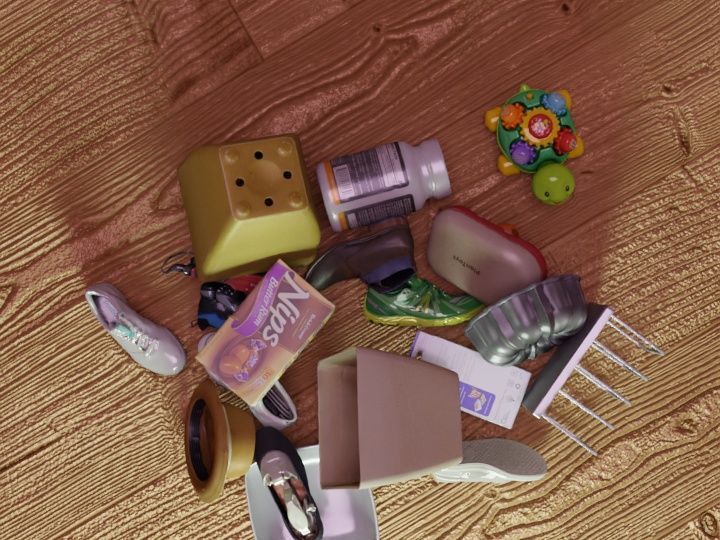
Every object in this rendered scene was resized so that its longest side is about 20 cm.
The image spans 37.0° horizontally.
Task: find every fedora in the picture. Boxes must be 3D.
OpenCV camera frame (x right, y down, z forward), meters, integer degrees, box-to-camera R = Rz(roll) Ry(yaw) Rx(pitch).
[{"bbox_3d":[-0.217,0.267,1.701,0.081,0.200,0.202,4,90,-27],"label":"fedora"}]

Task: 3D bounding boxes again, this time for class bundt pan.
[{"bbox_3d":[0.264,0.086,1.659,0.201,0.202,0.076,-25,71,1],"label":"bundt pan"}]

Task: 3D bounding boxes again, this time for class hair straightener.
[{"bbox_3d":[-0.223,0.004,1.747,0.199,0.077,0.041,6,114,-12],"label":"hair straightener"}]

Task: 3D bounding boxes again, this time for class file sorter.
[{"bbox_3d":[0.366,0.169,1.695,0.124,0.139,0.200,35,91,-1],"label":"file sorter"}]

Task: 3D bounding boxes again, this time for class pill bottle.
[{"bbox_3d":[0.037,-0.139,1.717,0.199,0.116,0.117,-15,89,1],"label":"pill bottle"}]

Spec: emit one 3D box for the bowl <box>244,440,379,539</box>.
[{"bbox_3d":[-0.075,0.380,1.735,0.199,0.075,0.201,-13,88,2],"label":"bowl"}]

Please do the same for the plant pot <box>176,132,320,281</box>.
[{"bbox_3d":[-0.161,-0.113,1.644,0.193,0.200,0.197,-10,79,-16],"label":"plant pot"}]

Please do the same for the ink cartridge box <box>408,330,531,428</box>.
[{"bbox_3d":[0.168,0.175,1.749,0.199,0.039,0.100,22,90,0],"label":"ink cartridge box"}]

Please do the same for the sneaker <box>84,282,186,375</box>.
[{"bbox_3d":[-0.370,0.099,1.739,0.200,0.088,0.075,39,89,1],"label":"sneaker"}]

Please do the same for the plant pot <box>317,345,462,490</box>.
[{"bbox_3d":[0.047,0.228,1.629,0.176,0.200,0.201,3,78,-19],"label":"plant pot"}]

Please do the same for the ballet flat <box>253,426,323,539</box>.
[{"bbox_3d":[-0.112,0.337,1.667,0.073,0.073,0.201,-24,89,1],"label":"ballet flat"}]

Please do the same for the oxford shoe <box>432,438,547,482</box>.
[{"bbox_3d":[0.202,0.314,1.740,0.199,0.075,0.058,3,131,-6],"label":"oxford shoe"}]

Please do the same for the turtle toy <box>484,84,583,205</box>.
[{"bbox_3d":[0.288,-0.201,1.717,0.145,0.101,0.201,-16,89,1],"label":"turtle toy"}]

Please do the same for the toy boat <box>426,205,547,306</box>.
[{"bbox_3d":[0.211,-0.032,1.715,0.200,0.131,0.131,33,45,23],"label":"toy boat"}]

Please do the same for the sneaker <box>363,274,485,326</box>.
[{"bbox_3d":[0.103,0.047,1.733,0.199,0.074,0.084,-1,93,2],"label":"sneaker"}]

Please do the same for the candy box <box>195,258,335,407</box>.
[{"bbox_3d":[-0.143,0.096,1.654,0.117,0.056,0.200,40,83,5],"label":"candy box"}]

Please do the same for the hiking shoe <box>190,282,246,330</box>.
[{"bbox_3d":[-0.174,0.085,1.743,0.199,0.074,0.087,22,108,16],"label":"hiking shoe"}]

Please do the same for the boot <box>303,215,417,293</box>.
[{"bbox_3d":[0.000,0.000,1.709,0.199,0.075,0.097,-32,54,17],"label":"boot"}]

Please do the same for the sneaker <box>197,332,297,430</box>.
[{"bbox_3d":[-0.171,0.170,1.705,0.200,0.071,0.073,46,56,-15],"label":"sneaker"}]
